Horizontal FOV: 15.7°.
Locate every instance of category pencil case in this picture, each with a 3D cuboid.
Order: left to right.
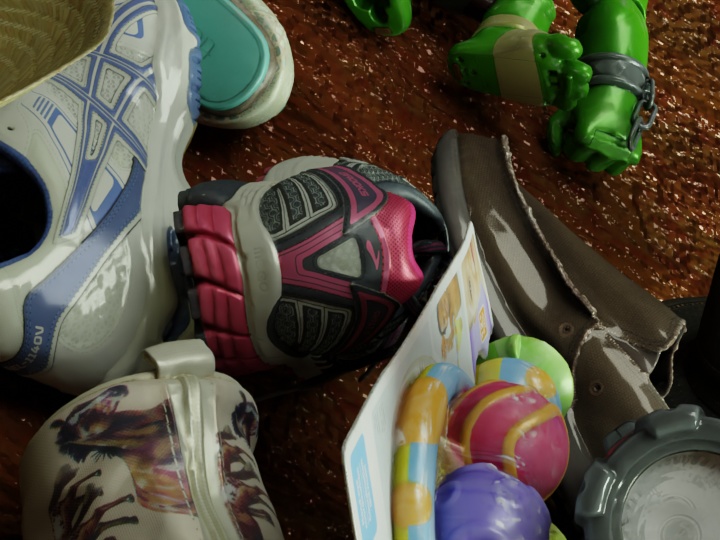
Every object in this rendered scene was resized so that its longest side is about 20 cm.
[{"bbox_3d":[-0.043,0.119,0.747,0.078,0.089,0.200,11,44,-36],"label":"pencil case"}]

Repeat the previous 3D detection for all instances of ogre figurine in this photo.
[{"bbox_3d":[0.053,-0.142,1.127,0.200,0.098,0.120,25,53,3],"label":"ogre figurine"}]

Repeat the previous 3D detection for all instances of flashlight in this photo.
[{"bbox_3d":[0.101,0.079,0.801,0.068,0.068,0.200,14,-6,8],"label":"flashlight"}]

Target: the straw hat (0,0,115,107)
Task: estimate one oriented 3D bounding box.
[{"bbox_3d":[-0.157,-0.022,0.790,0.201,0.201,0.085,-45,128,-55],"label":"straw hat"}]

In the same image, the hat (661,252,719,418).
[{"bbox_3d":[0.184,0.023,1.002,0.200,0.081,0.201,0,29,0],"label":"hat"}]

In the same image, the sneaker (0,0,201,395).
[{"bbox_3d":[-0.104,-0.046,0.882,0.088,0.075,0.200,16,41,-31],"label":"sneaker"}]

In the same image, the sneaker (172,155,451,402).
[{"bbox_3d":[0.000,0.000,0.881,0.200,0.075,0.081,-27,107,-77],"label":"sneaker"}]

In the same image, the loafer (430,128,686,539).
[{"bbox_3d":[0.085,0.031,0.963,0.073,0.071,0.200,76,-9,-70],"label":"loafer"}]

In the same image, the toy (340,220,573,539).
[{"bbox_3d":[0.041,0.067,0.775,0.200,0.047,0.115,-63,145,-69],"label":"toy"}]

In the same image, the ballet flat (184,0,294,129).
[{"bbox_3d":[-0.103,-0.127,0.999,0.200,0.067,0.062,48,7,4],"label":"ballet flat"}]
